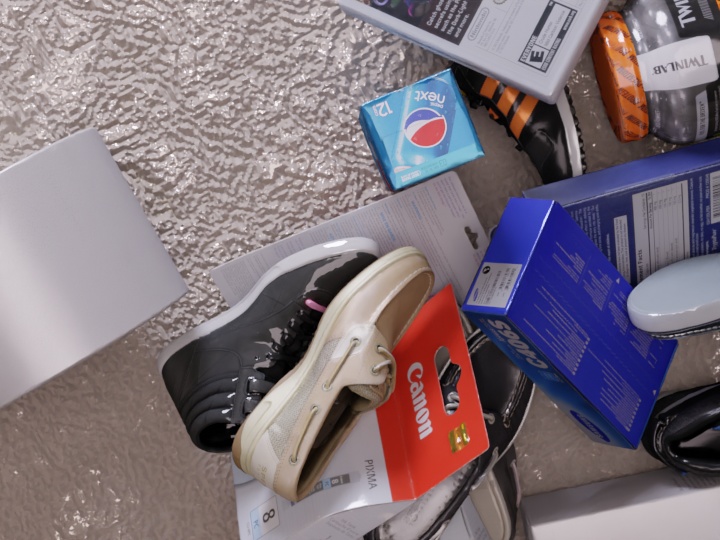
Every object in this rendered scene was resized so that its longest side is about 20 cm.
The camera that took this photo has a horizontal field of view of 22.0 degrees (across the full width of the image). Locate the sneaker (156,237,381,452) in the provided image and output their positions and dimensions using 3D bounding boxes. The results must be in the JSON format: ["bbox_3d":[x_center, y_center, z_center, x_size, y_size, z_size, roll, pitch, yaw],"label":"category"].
[{"bbox_3d":[-0.055,0.061,1.330,0.200,0.071,0.099,-34,53,19],"label":"sneaker"}]

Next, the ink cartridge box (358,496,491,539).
[{"bbox_3d":[0.012,0.208,1.388,0.162,0.050,0.201,-24,98,22],"label":"ink cartridge box"}]

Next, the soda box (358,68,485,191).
[{"bbox_3d":[0.040,-0.096,1.314,0.068,0.200,0.064,-22,92,0],"label":"soda box"}]

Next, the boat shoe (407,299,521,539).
[{"bbox_3d":[0.079,0.115,1.401,0.067,0.057,0.201,-10,99,19],"label":"boat shoe"}]

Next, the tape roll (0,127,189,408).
[{"bbox_3d":[-0.241,0.007,1.319,0.202,0.203,0.140,-30,94,1],"label":"tape roll"}]

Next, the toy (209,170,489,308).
[{"bbox_3d":[0.000,0.000,1.393,0.199,0.047,0.115,-23,119,9],"label":"toy"}]

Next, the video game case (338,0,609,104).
[{"bbox_3d":[0.106,-0.244,1.349,0.181,0.023,0.201,26,84,19],"label":"video game case"}]

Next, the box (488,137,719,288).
[{"bbox_3d":[0.191,-0.025,1.370,0.199,0.032,0.121,-16,135,-4],"label":"box"}]

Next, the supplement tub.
[{"bbox_3d":[0.275,-0.164,1.354,0.199,0.123,0.123,-15,95,-1],"label":"supplement tub"}]

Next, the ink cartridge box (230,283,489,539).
[{"bbox_3d":[-0.009,0.109,1.326,0.200,0.161,0.047,-36,131,25],"label":"ink cartridge box"}]

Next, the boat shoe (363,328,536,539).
[{"bbox_3d":[0.065,0.122,1.327,0.074,0.060,0.200,35,88,7],"label":"boat shoe"}]

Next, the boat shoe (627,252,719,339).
[{"bbox_3d":[0.289,0.033,1.365,0.199,0.071,0.091,-18,118,-20],"label":"boat shoe"}]

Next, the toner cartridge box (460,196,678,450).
[{"bbox_3d":[0.154,0.040,1.331,0.200,0.043,0.095,44,64,-41],"label":"toner cartridge box"}]

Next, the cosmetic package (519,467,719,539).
[{"bbox_3d":[0.229,0.212,1.402,0.199,0.085,0.108,-13,98,-1],"label":"cosmetic package"}]

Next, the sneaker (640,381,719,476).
[{"bbox_3d":[0.311,0.110,1.380,0.199,0.112,0.073,-18,98,1],"label":"sneaker"}]

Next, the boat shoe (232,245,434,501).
[{"bbox_3d":[-0.005,0.073,1.291,0.065,0.072,0.200,31,73,31],"label":"boat shoe"}]

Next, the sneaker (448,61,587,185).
[{"bbox_3d":[0.109,-0.133,1.384,0.090,0.070,0.201,-15,90,6],"label":"sneaker"}]
